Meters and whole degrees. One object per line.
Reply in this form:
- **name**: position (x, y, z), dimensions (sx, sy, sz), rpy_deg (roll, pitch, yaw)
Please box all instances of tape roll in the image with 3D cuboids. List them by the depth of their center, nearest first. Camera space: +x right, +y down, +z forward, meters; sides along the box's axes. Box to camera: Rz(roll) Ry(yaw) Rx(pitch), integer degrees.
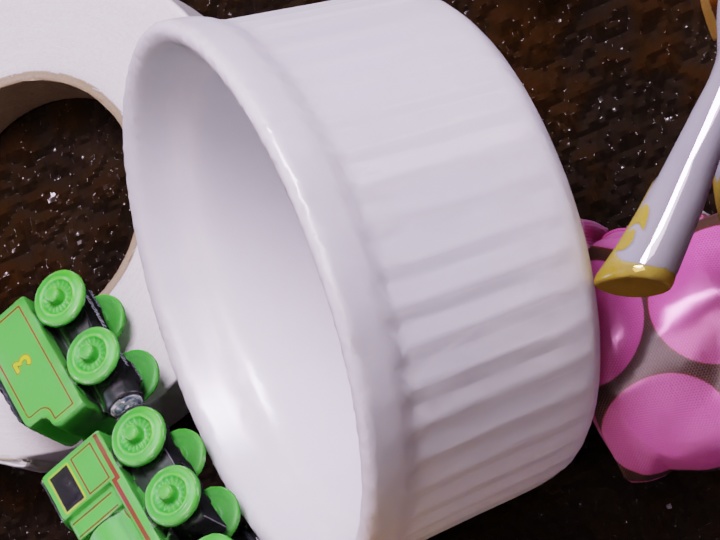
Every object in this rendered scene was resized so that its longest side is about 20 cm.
- **tape roll**: position (-0.125, -0.022, 1.047), dimensions (0.202, 0.037, 0.204), rpy_deg (-4, 81, 22)

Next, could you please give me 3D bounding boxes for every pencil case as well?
- **pencil case**: position (0.170, 0.011, 0.892), dimensions (0.199, 0.091, 0.094), rpy_deg (-10, 66, 19)

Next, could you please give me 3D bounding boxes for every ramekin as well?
- **ramekin**: position (0.000, 0.000, 0.905), dimensions (0.097, 0.201, 0.201), rpy_deg (-18, 71, -19)

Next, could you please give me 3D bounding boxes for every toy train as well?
- **toy train**: position (-0.080, 0.081, 0.948), dimensions (0.056, 0.042, 0.200), rpy_deg (-40, 56, 10)

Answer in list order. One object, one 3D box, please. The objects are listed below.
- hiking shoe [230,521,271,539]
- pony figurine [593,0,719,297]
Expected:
- **hiking shoe**: position (-0.052, 0.128, 0.981), dimensions (0.199, 0.076, 0.101), rpy_deg (19, 77, 18)
- **pony figurine**: position (0.156, -0.095, 0.815), dimensions (0.193, 0.166, 0.201), rpy_deg (-13, 64, 53)
